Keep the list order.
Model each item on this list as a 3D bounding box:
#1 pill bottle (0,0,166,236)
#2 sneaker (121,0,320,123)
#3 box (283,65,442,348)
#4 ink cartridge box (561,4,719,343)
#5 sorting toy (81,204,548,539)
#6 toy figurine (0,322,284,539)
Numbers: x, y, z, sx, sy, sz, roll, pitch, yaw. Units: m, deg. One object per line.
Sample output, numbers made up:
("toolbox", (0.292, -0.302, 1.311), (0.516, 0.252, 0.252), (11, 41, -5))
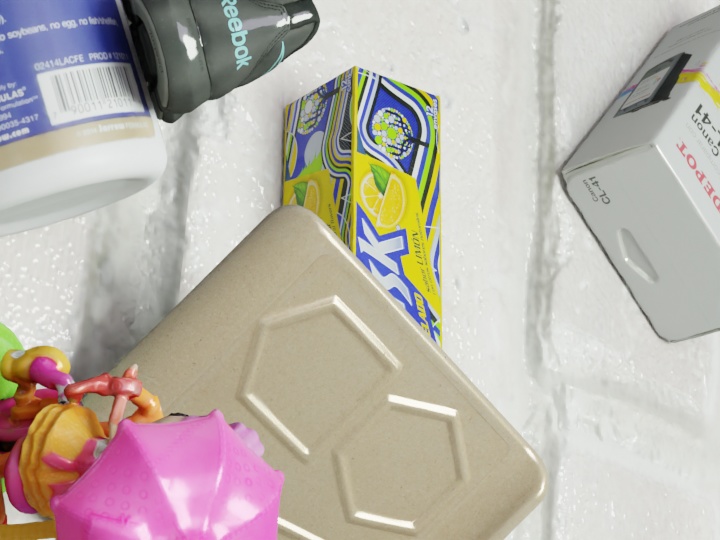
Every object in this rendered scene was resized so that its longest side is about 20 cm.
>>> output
("pill bottle", (-0.167, -0.124, 0.784), (0.115, 0.115, 0.202), (-14, 85, -44))
("sneaker", (-0.070, -0.112, 0.827), (0.078, 0.200, 0.076), (-18, 104, -8))
("box", (0.000, 0.000, 0.930), (0.064, 0.070, 0.203), (14, 67, -36))
("ink cartridge box", (0.241, -0.072, 1.168), (0.148, 0.085, 0.200), (54, 46, -16))
("sorting toy", (-0.032, 0.097, 0.838), (0.185, 0.036, 0.200), (-44, 109, -1))
("toy figurine", (-0.111, 0.090, 0.687), (0.200, 0.182, 0.152), (-47, 134, -59))
